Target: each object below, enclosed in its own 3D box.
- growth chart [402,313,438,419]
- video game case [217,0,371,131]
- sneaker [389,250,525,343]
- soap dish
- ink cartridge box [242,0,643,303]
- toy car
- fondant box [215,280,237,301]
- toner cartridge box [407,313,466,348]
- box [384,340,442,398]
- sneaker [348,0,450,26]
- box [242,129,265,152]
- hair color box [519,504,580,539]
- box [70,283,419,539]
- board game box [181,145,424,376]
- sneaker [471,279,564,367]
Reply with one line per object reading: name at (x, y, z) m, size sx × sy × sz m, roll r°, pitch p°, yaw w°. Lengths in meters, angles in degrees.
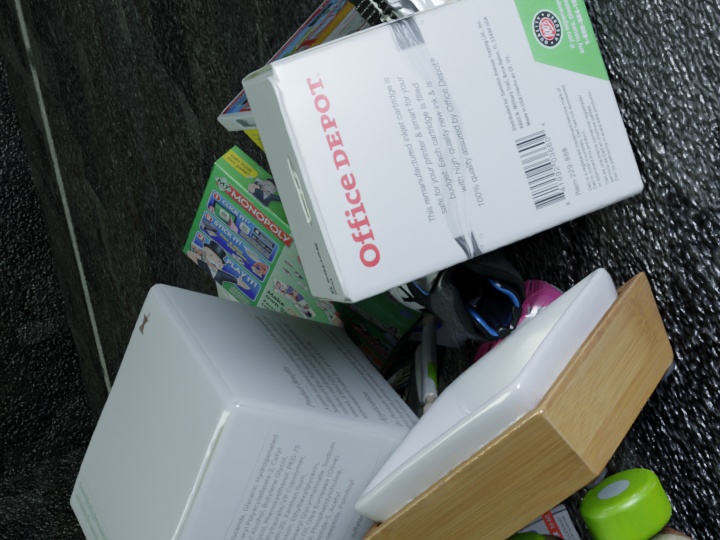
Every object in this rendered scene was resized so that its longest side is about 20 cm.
growth chart at (0.039, 0.132, 1.267) m, size 0.145 × 0.018 × 0.201 m, roll -86°, pitch 4°, yaw -52°
video game case at (-0.033, -0.164, 1.247) m, size 0.017 × 0.143 × 0.200 m, roll 44°, pitch 169°, yaw -17°
sneaker at (0.071, 0.015, 1.116) m, size 0.112 × 0.073 × 0.200 m, roll 42°, pitch -176°, yaw 28°
soap dish at (0.098, 0.101, 1.026) m, size 0.081 × 0.157 × 0.200 m, roll 45°, pitch 134°, yaw -1°
ink cartridge box at (0.047, -0.081, 0.976) m, size 0.084 × 0.199 × 0.147 m, roll -179°, pitch 70°, yaw -73°
toy car at (0.150, 0.219, 1.114) m, size 0.165 × 0.157 × 0.200 m, roll 62°, pitch 174°, yaw -11°
fondant box at (-0.068, 0.098, 1.483) m, size 0.144 × 0.058 × 0.201 m, roll 48°, pitch 154°, yaw 49°
toner cartridge box at (0.000, 0.000, 1.319) m, size 0.199 × 0.043 × 0.095 m, roll 8°, pitch 131°, yaw 41°
box at (-0.013, 0.041, 1.494) m, size 0.200 × 0.086 × 0.164 m, roll 60°, pitch 161°, yaw 28°
sneaker at (0.066, -0.155, 1.070) m, size 0.200 × 0.080 × 0.074 m, roll 53°, pitch 164°, yaw -6°
box at (-0.012, -0.135, 1.240) m, size 0.048 × 0.117 × 0.200 m, roll 44°, pitch 170°, yaw -15°
hair color box at (0.087, 0.270, 1.250) m, size 0.111 × 0.199 × 0.064 m, roll 64°, pitch 162°, yaw 16°
box at (-0.085, 0.149, 1.196) m, size 0.201 × 0.171 × 0.199 m, roll -66°, pitch 30°, yaw 14°
board game box at (-0.050, 0.007, 1.313) m, size 0.200 × 0.029 × 0.135 m, roll 41°, pitch 144°, yaw 8°
sneaker at (0.118, 0.089, 1.177) m, size 0.088 × 0.081 × 0.200 m, roll 22°, pitch 134°, yaw 4°
